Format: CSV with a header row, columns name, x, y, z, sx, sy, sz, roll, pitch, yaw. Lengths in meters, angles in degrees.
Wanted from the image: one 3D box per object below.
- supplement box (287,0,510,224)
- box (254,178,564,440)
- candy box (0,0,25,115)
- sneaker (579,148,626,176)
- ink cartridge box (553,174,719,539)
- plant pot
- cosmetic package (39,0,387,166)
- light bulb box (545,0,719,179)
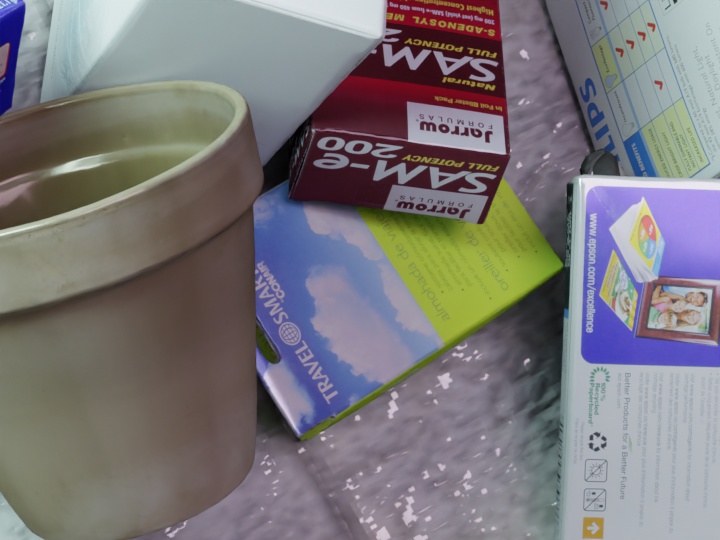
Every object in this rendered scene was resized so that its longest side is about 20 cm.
name,x,y,z,sx,sy,sz,roll,pitch,yaw
supplement box,0.017,-0.125,1.413,0.108,0.061,0.201,7,51,-11
box,0.000,0.000,1.396,0.200,0.048,0.122,-31,84,-33
candy box,-0.286,-0.120,1.234,0.200,0.077,0.169,35,46,18
sneaker,0.189,0.013,1.456,0.079,0.074,0.200,-37,94,6
ink cartridge box,0.205,0.052,1.401,0.199,0.043,0.199,2,92,-3
plant pot,-0.128,0.026,1.240,0.200,0.200,0.174,-27,114,-32
cosmetic package,-0.072,-0.176,1.344,0.122,0.200,0.200,15,63,-20
light bulb box,0.216,-0.149,1.477,0.124,0.200,0.199,-8,73,-31
